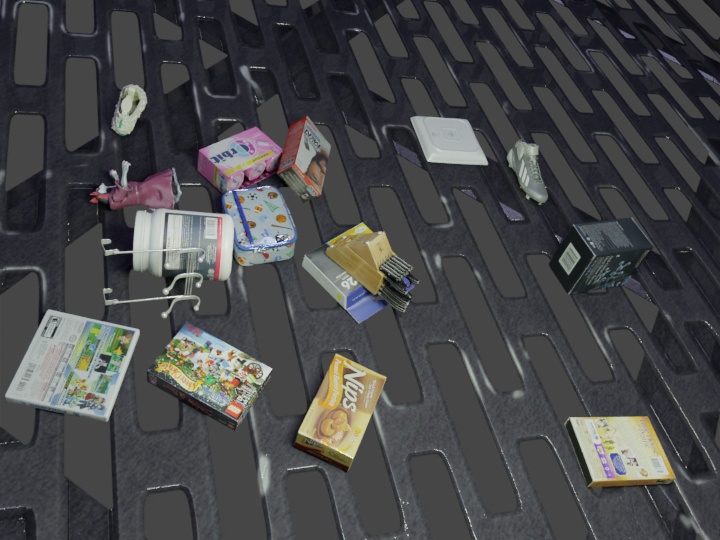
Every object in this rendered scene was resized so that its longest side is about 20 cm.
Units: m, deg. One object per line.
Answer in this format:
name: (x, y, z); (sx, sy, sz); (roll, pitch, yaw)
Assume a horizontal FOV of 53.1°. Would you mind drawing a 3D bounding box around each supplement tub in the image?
supplement tub: (-0.368, -0.054, 1.507); (0.196, 0.142, 0.142); (4, 47, -14)

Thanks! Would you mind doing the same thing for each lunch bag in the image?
lunch bag: (-0.237, -0.102, 1.645); (0.157, 0.076, 0.202); (-8, 51, -22)

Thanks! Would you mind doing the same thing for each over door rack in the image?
over door rack: (-0.411, 0.021, 1.423); (0.196, 0.149, 0.067); (4, 41, -16)

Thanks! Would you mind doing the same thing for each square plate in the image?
square plate: (0.261, -0.386, 2.104); (0.194, 0.029, 0.202); (0, 49, -19)

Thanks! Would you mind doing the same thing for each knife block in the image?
knife block: (0.032, 0.008, 1.599); (0.198, 0.178, 0.064); (-3, 25, 45)

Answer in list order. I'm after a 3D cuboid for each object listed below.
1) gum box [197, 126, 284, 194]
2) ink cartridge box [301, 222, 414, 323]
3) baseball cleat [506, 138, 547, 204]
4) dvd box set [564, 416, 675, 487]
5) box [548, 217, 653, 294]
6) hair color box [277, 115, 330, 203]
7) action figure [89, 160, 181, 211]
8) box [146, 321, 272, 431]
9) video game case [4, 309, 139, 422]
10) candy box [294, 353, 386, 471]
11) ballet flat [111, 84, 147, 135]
gum box: (-0.291, -0.274, 1.785); (0.113, 0.067, 0.199); (40, 49, 19)
ink cartridge box: (0.000, 0.000, 1.654); (0.200, 0.047, 0.196); (42, 49, 22)
baseball cleat: (0.480, -0.288, 2.035); (0.069, 0.107, 0.202); (-7, 53, -30)
dvd box set: (0.540, 0.375, 1.504); (0.196, 0.030, 0.148); (2, 48, -16)
box: (0.605, -0.037, 1.820); (0.196, 0.150, 0.108); (-8, 52, -25)
hair color box: (-0.138, -0.281, 1.810); (0.111, 0.063, 0.202); (48, 34, -35)
action figure: (-0.505, -0.169, 1.621); (0.196, 0.134, 0.152); (-15, 97, -15)
box: (-0.286, 0.199, 1.377); (0.197, 0.038, 0.137); (27, 46, 6)
video game case: (-0.526, 0.172, 1.332); (0.179, 0.022, 0.202); (13, 45, -7)
candy box: (-0.036, 0.269, 1.387); (0.114, 0.056, 0.201); (24, 45, 4)
ballet flat: (-0.582, -0.423, 1.825); (0.070, 0.072, 0.203); (8, 46, -12)
